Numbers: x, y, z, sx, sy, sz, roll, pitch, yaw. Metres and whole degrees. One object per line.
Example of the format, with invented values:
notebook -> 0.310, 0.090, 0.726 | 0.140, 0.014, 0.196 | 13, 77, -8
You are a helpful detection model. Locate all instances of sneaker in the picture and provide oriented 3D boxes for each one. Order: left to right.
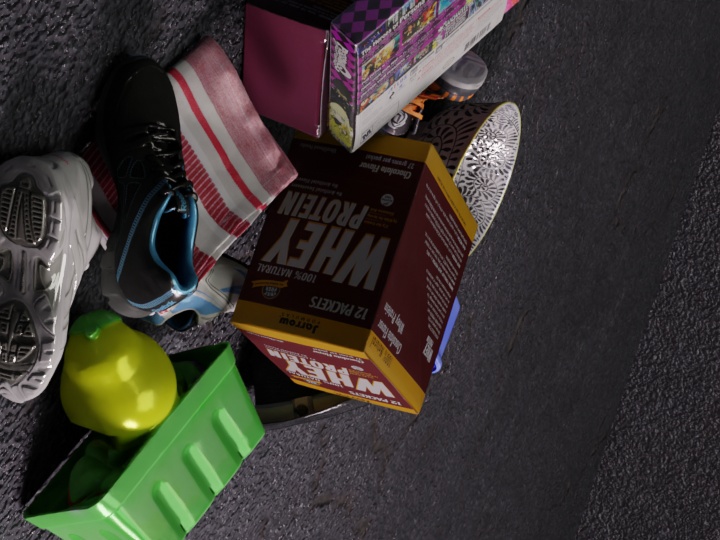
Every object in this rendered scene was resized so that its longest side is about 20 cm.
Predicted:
sneaker -> -0.230, 0.004, 1.268 | 0.099, 0.078, 0.201 | -34, 144, -61
sneaker -> -0.151, -0.067, 1.291 | 0.073, 0.082, 0.201 | 1, 82, -41
sneaker -> -0.141, 0.018, 1.513 | 0.200, 0.072, 0.073 | 7, 108, -67
sneaker -> 0.062, -0.178, 1.694 | 0.200, 0.077, 0.112 | -115, -134, -65

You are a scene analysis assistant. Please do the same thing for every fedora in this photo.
fedora -> -0.043, 0.095, 1.729 | 0.200, 0.200, 0.092 | -23, 97, -62

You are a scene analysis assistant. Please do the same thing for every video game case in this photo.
video game case -> 0.053, -0.211, 1.440 | 0.200, 0.036, 0.181 | -43, 164, -17

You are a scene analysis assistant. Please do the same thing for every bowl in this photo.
bowl -> 0.097, -0.113, 1.935 | 0.201, 0.094, 0.201 | -51, 155, -35

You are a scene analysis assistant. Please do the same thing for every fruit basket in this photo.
fruit basket -> -0.200, 0.124, 1.438 | 0.215, 0.155, 0.217 | 11, 73, -38

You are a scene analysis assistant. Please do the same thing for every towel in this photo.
towel -> -0.141, -0.078, 1.371 | 0.200, 0.023, 0.144 | -50, 118, -37

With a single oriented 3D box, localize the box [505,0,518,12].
box -> 0.117, -0.341, 1.698 | 0.103, 0.095, 0.200 | -41, 159, 1

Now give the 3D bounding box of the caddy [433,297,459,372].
caddy -> 0.028, 0.050, 1.870 | 0.105, 0.141, 0.200 | -64, 159, -16

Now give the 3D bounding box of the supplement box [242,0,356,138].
supplement box -> -0.019, -0.222, 1.535 | 0.200, 0.085, 0.111 | -46, 151, -45

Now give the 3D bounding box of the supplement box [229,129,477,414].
supplement box -> 0.000, 0.000, 1.571 | 0.197, 0.132, 0.201 | 52, 54, -64
